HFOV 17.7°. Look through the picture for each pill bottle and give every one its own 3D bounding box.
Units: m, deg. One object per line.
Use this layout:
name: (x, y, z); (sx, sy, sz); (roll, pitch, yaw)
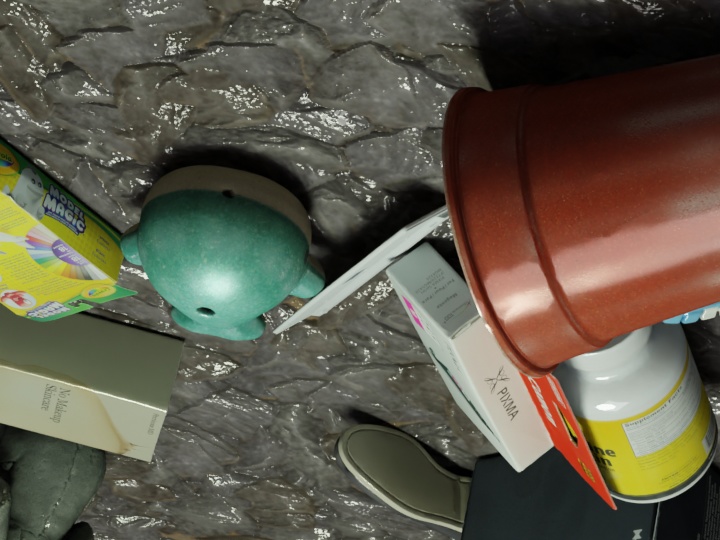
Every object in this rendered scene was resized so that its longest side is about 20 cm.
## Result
pill bottle: (0.200, 0.084, 1.755); (0.112, 0.112, 0.200); (-2, 144, 21)

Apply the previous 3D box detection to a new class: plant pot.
plant pot: (0.183, -0.048, 1.504); (0.195, 0.201, 0.201); (-14, 140, 22)

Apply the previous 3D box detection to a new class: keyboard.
keyboard: (0.000, 0.000, 1.753); (0.056, 0.011, 0.200); (-22, 169, -39)

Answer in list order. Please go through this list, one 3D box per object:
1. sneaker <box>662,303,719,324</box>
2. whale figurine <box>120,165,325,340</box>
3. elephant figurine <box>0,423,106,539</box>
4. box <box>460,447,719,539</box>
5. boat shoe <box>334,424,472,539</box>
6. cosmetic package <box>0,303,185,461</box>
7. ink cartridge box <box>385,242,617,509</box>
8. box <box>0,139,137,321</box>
sneaker: (0.266, -0.008, 1.645); (0.200, 0.075, 0.087); (7, 141, -6)
whale figurine: (-0.108, 0.007, 1.746); (0.159, 0.104, 0.200); (12, 148, -1)
elephant figurine: (-0.299, 0.236, 2.068); (0.141, 0.200, 0.155); (7, 147, 8)
box: (0.222, 0.244, 1.982); (0.200, 0.124, 0.197); (-14, 141, 35)
boat shoe: (0.045, 0.196, 2.016); (0.200, 0.073, 0.063); (29, 141, -32)
cosmetic package: (-0.257, 0.086, 1.945); (0.200, 0.073, 0.104); (16, 147, -4)
ink cartridge box: (0.109, 0.093, 1.764); (0.044, 0.174, 0.200); (-36, 140, -6)
box: (-0.272, -0.032, 1.794); (0.117, 0.048, 0.200); (-16, 136, 36)
